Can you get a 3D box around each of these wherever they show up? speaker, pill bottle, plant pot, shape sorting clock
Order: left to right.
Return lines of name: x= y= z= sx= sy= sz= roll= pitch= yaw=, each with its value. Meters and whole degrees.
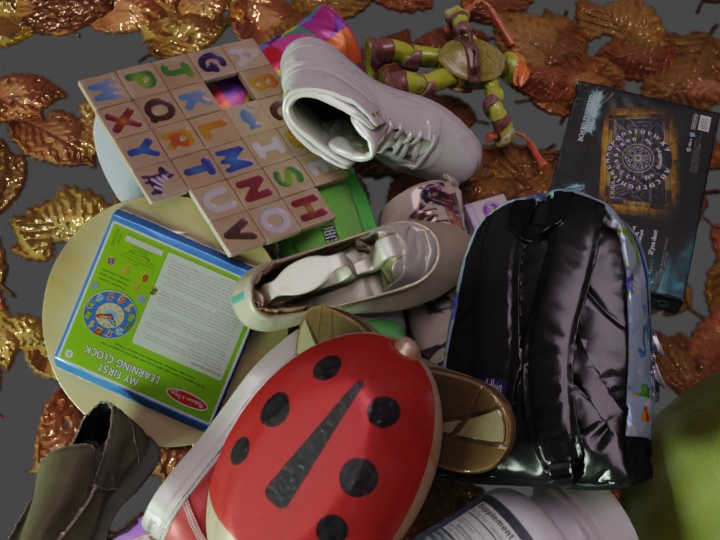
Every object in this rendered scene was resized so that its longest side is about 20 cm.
shape sorting clock: x=-0.155 y=0.040 z=0.939 sx=0.198 sy=0.039 sz=0.202 roll=0 pitch=90 yaw=2
speaker: x=-0.025 y=-0.012 z=0.983 sx=0.088 sy=0.089 sz=0.201 roll=-14 pitch=62 yaw=-8
pill bottle: x=0.094 y=0.226 z=0.834 sx=0.199 sy=0.120 sz=0.120 roll=-29 pitch=65 yaw=-15
plant pot: x=0.297 y=0.136 z=0.837 sx=0.185 sy=0.200 sz=0.189 roll=0 pitch=61 yaw=0

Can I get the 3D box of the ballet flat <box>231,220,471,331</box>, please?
ballet flat: x=0.000 y=0.000 z=0.892 sx=0.198 sy=0.070 sz=0.070 roll=-17 pitch=63 yaw=-12

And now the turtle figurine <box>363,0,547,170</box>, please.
turtle figurine: x=0.090 y=-0.175 z=1.069 sx=0.160 sy=0.065 sz=0.201 roll=-7 pitch=63 yaw=-16

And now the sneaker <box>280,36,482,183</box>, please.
sneaker: x=0.018 y=-0.108 z=0.983 sx=0.199 sy=0.074 sz=0.116 roll=27 pitch=29 yaw=-17

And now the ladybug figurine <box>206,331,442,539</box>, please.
ladybug figurine: x=-0.028 y=0.124 z=0.746 sx=0.135 sy=0.072 sz=0.201 roll=33 pitch=92 yaw=20

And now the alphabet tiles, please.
alphabet tiles: x=-0.111 y=-0.102 z=0.957 sx=0.166 sy=0.008 sz=0.201 roll=-20 pitch=63 yaw=-30

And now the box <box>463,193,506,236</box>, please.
box: x=0.136 y=0.030 z=0.985 sx=0.041 sy=0.039 sz=0.201 roll=-14 pitch=62 yaw=-10

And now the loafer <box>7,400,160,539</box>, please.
loafer: x=-0.216 y=0.164 z=0.848 sx=0.075 sy=0.070 sz=0.200 roll=-19 pitch=19 yaw=23

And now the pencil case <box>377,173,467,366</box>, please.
pencil case: x=0.077 y=0.018 z=0.969 sx=0.089 sy=0.078 sz=0.201 roll=-25 pitch=62 yaw=10

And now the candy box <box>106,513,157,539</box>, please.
candy box: x=-0.157 y=0.281 z=0.831 sx=0.199 sy=0.072 sz=0.168 roll=-30 pitch=66 yaw=-16

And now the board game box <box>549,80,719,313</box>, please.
board game box: x=0.235 y=-0.070 z=1.046 sx=0.134 sy=0.028 sz=0.201 roll=15 pitch=63 yaw=8

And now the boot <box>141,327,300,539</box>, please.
boot: x=-0.044 y=0.146 z=0.856 sx=0.144 sy=0.073 sz=0.200 roll=32 pitch=55 yaw=6

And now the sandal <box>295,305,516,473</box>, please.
sandal: x=0.030 y=0.084 z=0.808 sx=0.199 sy=0.054 sz=0.081 roll=20 pitch=99 yaw=39

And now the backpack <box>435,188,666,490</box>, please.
backpack: x=0.135 y=0.044 z=0.830 sx=0.162 sy=0.153 sz=0.202 roll=-5 pitch=87 yaw=32

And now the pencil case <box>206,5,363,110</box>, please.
pencil case: x=-0.093 y=-0.162 z=1.067 sx=0.199 sy=0.089 sz=0.089 roll=-31 pitch=66 yaw=-17

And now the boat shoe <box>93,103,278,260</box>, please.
boat shoe: x=-0.137 y=-0.066 z=0.995 sx=0.202 sy=0.075 sz=0.086 roll=49 pitch=37 yaw=6
